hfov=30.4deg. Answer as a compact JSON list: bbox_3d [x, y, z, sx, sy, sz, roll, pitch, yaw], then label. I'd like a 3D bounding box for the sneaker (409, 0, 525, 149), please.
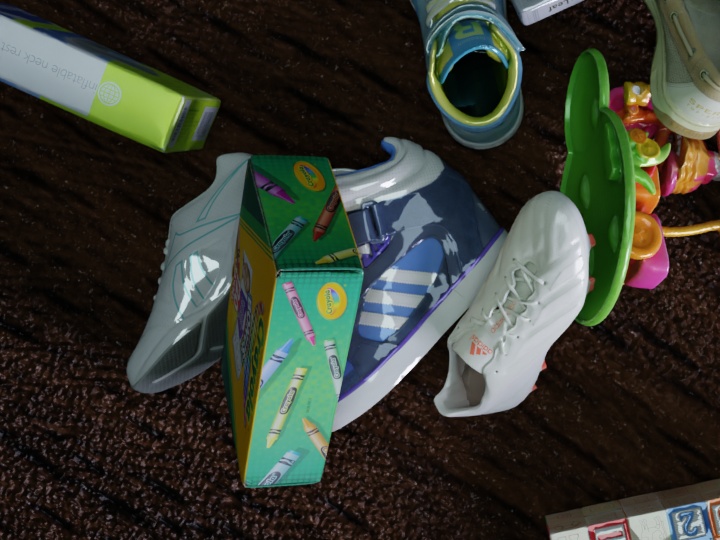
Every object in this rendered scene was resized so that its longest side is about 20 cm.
[{"bbox_3d":[0.070,-0.186,0.922,0.079,0.131,0.201,-17,91,6],"label":"sneaker"}]

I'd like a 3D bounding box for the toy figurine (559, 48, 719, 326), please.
[{"bbox_3d":[0.246,-0.056,0.936,0.183,0.150,0.201,3,68,-9],"label":"toy figurine"}]

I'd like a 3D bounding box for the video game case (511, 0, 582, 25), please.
[{"bbox_3d":[0.159,-0.288,0.924,0.181,0.022,0.201,-24,65,6],"label":"video game case"}]

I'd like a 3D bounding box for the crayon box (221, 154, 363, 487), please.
[{"bbox_3d":[-0.051,0.037,0.900,0.058,0.119,0.201,-1,131,-15],"label":"crayon box"}]

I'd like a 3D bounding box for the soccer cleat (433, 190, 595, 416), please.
[{"bbox_3d":[0.104,0.033,0.911,0.077,0.201,0.069,-18,52,-30],"label":"soccer cleat"}]

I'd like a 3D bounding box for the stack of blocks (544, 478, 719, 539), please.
[{"bbox_3d":[0.244,0.220,0.964,0.199,0.059,0.116,-13,92,5],"label":"stack of blocks"}]

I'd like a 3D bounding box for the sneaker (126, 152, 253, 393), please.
[{"bbox_3d":[-0.116,0.002,0.986,0.080,0.070,0.201,41,100,26],"label":"sneaker"}]

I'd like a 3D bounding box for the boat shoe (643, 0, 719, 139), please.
[{"bbox_3d":[0.232,-0.187,0.903,0.073,0.063,0.202,14,60,-11],"label":"boat shoe"}]

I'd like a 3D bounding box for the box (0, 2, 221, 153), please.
[{"bbox_3d":[-0.209,-0.144,0.951,0.199,0.122,0.048,24,98,3],"label":"box"}]

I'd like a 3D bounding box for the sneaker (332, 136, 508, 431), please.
[{"bbox_3d":[0.000,0.000,0.960,0.146,0.081,0.200,44,93,-1],"label":"sneaker"}]
